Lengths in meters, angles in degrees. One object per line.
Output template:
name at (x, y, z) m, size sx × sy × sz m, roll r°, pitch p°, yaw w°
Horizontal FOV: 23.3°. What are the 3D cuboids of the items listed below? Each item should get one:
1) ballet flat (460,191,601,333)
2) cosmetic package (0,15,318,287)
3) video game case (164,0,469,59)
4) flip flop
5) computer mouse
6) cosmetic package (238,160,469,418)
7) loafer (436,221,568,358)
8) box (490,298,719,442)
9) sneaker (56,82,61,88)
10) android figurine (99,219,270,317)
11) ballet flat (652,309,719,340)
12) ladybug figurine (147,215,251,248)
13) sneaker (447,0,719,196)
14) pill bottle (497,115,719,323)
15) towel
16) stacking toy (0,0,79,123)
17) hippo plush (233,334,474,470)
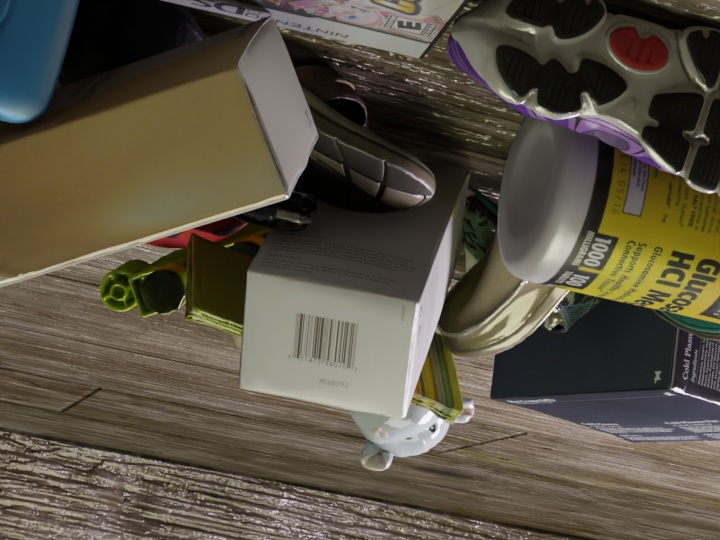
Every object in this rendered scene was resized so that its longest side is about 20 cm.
ballet flat at (0.116, 0.004, 1.268) m, size 0.074 × 0.075 × 0.200 m, roll -1°, pitch 163°, yaw 34°
cosmetic package at (-0.129, -0.055, 0.875) m, size 0.199 × 0.071 × 0.105 m, roll -17°, pitch -162°, yaw 12°
video game case at (-0.029, -0.158, 0.815) m, size 0.180 × 0.026 × 0.200 m, roll 11°, pitch 166°, yaw -11°
flip flop at (-0.036, -0.096, 1.022) m, size 0.199 × 0.058 × 0.081 m, roll 30°, pitch 152°, yaw -17°
computer mouse at (-0.112, -0.086, 0.976) m, size 0.138 × 0.053 × 0.200 m, roll 18°, pitch 153°, yaw 28°
cosmetic package at (0.000, 0.000, 1.092) m, size 0.107 × 0.085 × 0.200 m, roll 10°, pitch -154°, yaw 9°
loafer at (0.111, -0.017, 1.138) m, size 0.068 × 0.076 × 0.200 m, roll 33°, pitch 126°, yaw -22°
box at (0.241, 0.070, 1.413) m, size 0.181 × 0.105 × 0.199 m, roll 18°, pitch 163°, yaw -38°
sneaker at (-0.231, -0.050, 1.128) m, size 0.115 × 0.075 × 0.200 m, roll -29°, pitch 161°, yaw -20°
android figurine at (-0.096, -0.011, 1.269) m, size 0.181 × 0.041 × 0.200 m, roll -19°, pitch -173°, yaw 10°
ballet flat at (0.207, -0.003, 1.161) m, size 0.063 × 0.068 × 0.200 m, roll 6°, pitch -169°, yaw -37°
ladybug figurine at (-0.120, -0.062, 1.164) m, size 0.135 × 0.072 × 0.200 m, roll 13°, pitch 166°, yaw -16°
sneaker at (0.136, -0.098, 0.905) m, size 0.199 × 0.081 × 0.083 m, roll 22°, pitch 179°, yaw -21°
pill bottle at (0.189, -0.031, 1.014) m, size 0.199 × 0.113 × 0.112 m, roll 12°, pitch 166°, yaw -14°
towel at (-0.024, 0.038, 1.147) m, size 0.199 × 0.086 × 0.018 m, roll 22°, pitch 119°, yaw -19°
stacking toy at (-0.196, -0.130, 0.910) m, size 0.115 × 0.111 × 0.200 m, roll 13°, pitch 177°, yaw -2°
hippo plush at (-0.005, 0.077, 1.372) m, size 0.158 × 0.162 × 0.200 m, roll -22°, pitch 165°, yaw -6°
